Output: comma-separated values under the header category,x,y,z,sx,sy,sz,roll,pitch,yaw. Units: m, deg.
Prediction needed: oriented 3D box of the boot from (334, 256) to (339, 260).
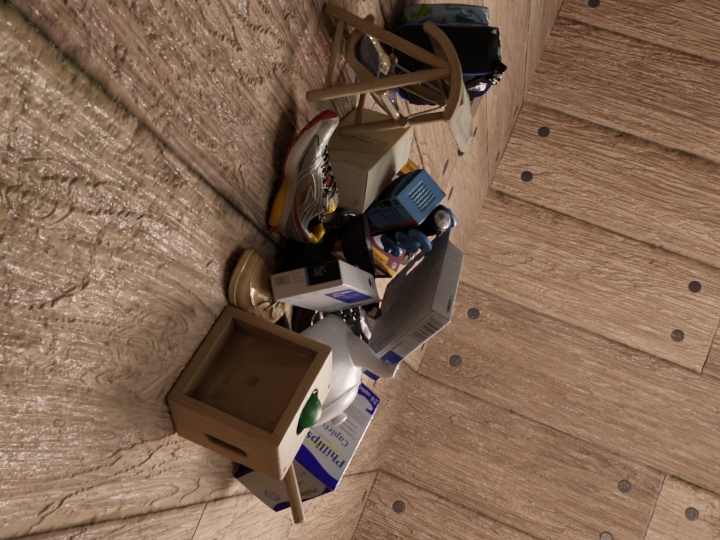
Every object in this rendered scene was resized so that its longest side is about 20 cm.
category,x,y,z,sx,sy,sz,roll,pitch,yaw
boot,-0.019,0.002,1.580,0.144,0.071,0.201,-60,162,-14

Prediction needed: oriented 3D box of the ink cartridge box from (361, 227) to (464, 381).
category,x,y,z,sx,sy,sz,roll,pitch,yaw
ink cartridge box,0.086,0.050,1.320,0.196,0.043,0.200,-45,-164,43

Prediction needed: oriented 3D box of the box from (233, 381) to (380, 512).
category,x,y,z,sx,sy,sz,roll,pitch,yaw
box,-0.090,0.285,1.434,0.184,0.105,0.200,-35,-162,46

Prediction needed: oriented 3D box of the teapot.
category,x,y,z,sx,sy,sz,roll,pitch,yaw
teapot,-0.074,0.172,1.272,0.197,0.146,0.200,-32,178,-27

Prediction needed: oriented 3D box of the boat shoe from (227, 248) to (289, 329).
category,x,y,z,sx,sy,sz,roll,pitch,yaw
boat shoe,-0.130,0.037,1.149,0.200,0.064,0.071,84,29,-62

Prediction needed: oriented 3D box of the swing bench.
category,x,y,z,sx,sy,sz,roll,pitch,yaw
swing bench,0.056,-0.249,1.136,0.199,0.199,0.130,29,73,-77

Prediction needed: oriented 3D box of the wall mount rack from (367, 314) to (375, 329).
category,x,y,z,sx,sy,sz,roll,pitch,yaw
wall mount rack,0.065,0.084,1.568,0.075,0.173,0.200,-63,179,-13

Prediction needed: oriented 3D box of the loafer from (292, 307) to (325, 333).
category,x,y,z,sx,sy,sz,roll,pitch,yaw
loafer,-0.074,0.109,1.478,0.073,0.071,0.200,-57,162,-44

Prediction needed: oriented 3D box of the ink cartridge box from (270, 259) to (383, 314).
category,x,y,z,sx,sy,sz,roll,pitch,yaw
ink cartridge box,-0.041,0.025,1.176,0.200,0.099,0.039,29,49,-71

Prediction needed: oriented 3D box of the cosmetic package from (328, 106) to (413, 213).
category,x,y,z,sx,sy,sz,roll,pitch,yaw
cosmetic package,-0.001,-0.172,1.277,0.200,0.103,0.073,-53,158,-54

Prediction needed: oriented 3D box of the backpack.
category,x,y,z,sx,sy,sz,roll,pitch,yaw
backpack,0.143,-0.360,1.415,0.200,0.182,0.148,62,28,-85

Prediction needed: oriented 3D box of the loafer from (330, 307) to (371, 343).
category,x,y,z,sx,sy,sz,roll,pitch,yaw
loafer,-0.017,0.086,1.486,0.071,0.068,0.201,-97,177,-46

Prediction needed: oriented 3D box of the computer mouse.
category,x,y,z,sx,sy,sz,roll,pitch,yaw
computer mouse,0.000,0.000,1.282,0.200,0.046,0.141,78,5,-77

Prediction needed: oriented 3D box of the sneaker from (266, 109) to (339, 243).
category,x,y,z,sx,sy,sz,roll,pitch,yaw
sneaker,-0.058,-0.123,1.121,0.078,0.082,0.200,-54,167,-50

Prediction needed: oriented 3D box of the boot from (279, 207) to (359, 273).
category,x,y,z,sx,sy,sz,roll,pitch,yaw
boot,-0.063,-0.036,1.300,0.200,0.073,0.151,-22,132,-74

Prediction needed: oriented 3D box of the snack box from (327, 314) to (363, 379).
category,x,y,z,sx,sy,sz,roll,pitch,yaw
snack box,-0.054,0.189,1.587,0.037,0.116,0.201,-14,124,-76

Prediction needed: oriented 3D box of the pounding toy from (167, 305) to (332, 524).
category,x,y,z,sx,sy,sz,roll,pitch,yaw
pounding toy,-0.125,0.187,1.099,0.142,0.199,0.184,94,21,-53

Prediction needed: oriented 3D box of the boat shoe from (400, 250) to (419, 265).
category,x,y,z,sx,sy,sz,roll,pitch,yaw
boat shoe,0.051,-0.091,1.574,0.067,0.057,0.200,-64,-144,39

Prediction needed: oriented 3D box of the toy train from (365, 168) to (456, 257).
category,x,y,z,sx,sy,sz,roll,pitch,yaw
toy train,0.070,-0.089,1.327,0.087,0.114,0.200,-43,-167,-19

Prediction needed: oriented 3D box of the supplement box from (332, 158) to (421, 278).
category,x,y,z,sx,sy,sz,roll,pitch,yaw
supplement box,0.035,-0.098,1.472,0.110,0.086,0.201,36,70,-31
